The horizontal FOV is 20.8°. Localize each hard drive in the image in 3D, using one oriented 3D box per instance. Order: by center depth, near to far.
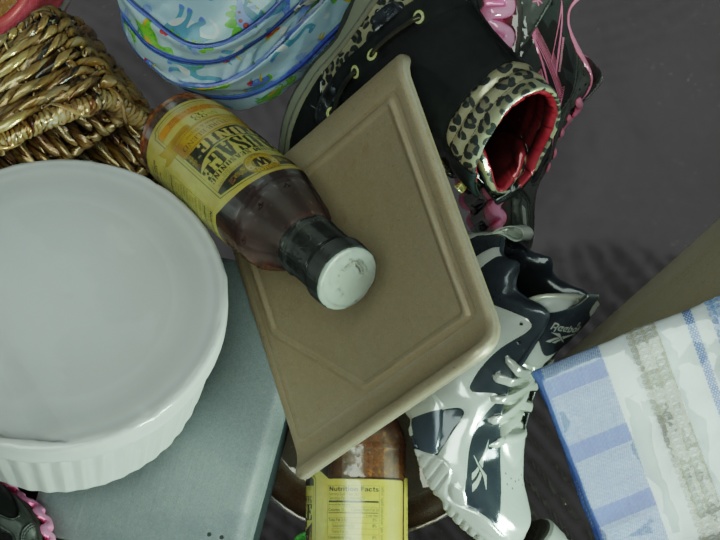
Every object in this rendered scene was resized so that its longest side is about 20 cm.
[{"bbox_3d":[-0.113,0.086,1.235,0.139,0.033,0.201,11,70,11],"label":"hard drive"}]

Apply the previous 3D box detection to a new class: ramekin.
[{"bbox_3d":[-0.180,0.040,1.174,0.202,0.094,0.203,2,58,-3],"label":"ramekin"}]

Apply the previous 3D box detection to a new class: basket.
[{"bbox_3d":[-0.218,-0.051,1.249,0.200,0.143,0.149,-37,85,3],"label":"basket"}]

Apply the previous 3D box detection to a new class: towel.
[{"bbox_3d":[0.212,0.088,1.094,0.199,0.024,0.147,-21,87,6],"label":"towel"}]

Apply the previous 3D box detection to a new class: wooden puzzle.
[{"bbox_3d":[0.000,0.000,1.168,0.185,0.037,0.201,-37,58,40],"label":"wooden puzzle"}]

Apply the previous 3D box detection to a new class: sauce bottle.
[{"bbox_3d":[-0.060,-0.042,1.169,0.066,0.066,0.200,-54,47,2],"label":"sauce bottle"},{"bbox_3d":[-0.002,0.136,1.229,0.066,0.066,0.201,0,79,5],"label":"sauce bottle"}]

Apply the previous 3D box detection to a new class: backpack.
[{"bbox_3d":[-0.065,-0.200,1.249,0.163,0.154,0.200,43,106,13],"label":"backpack"}]

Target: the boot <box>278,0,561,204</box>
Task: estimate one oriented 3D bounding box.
[{"bbox_3d":[0.031,-0.083,1.204,0.154,0.073,0.204,54,129,35],"label":"boot"}]

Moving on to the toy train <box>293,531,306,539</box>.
[{"bbox_3d":[-0.109,0.218,1.287,0.199,0.042,0.057,-13,99,5],"label":"toy train"}]

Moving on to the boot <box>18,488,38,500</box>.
[{"bbox_3d":[-0.230,0.194,1.255,0.174,0.069,0.200,24,63,19],"label":"boot"}]

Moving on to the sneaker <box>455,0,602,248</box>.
[{"bbox_3d":[0.112,-0.106,1.258,0.095,0.079,0.201,-1,94,-17],"label":"sneaker"}]

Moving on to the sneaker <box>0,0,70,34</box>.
[{"bbox_3d":[-0.199,-0.218,1.279,0.074,0.087,0.201,30,91,4],"label":"sneaker"}]

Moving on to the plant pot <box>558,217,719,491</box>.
[{"bbox_3d":[0.253,0.073,1.191,0.200,0.177,0.200,-42,85,3],"label":"plant pot"}]

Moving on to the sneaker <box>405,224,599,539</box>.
[{"bbox_3d":[0.096,0.063,1.204,0.129,0.079,0.200,-21,79,30],"label":"sneaker"}]

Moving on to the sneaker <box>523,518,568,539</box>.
[{"bbox_3d":[0.070,0.251,1.254,0.200,0.073,0.085,-39,104,12],"label":"sneaker"}]

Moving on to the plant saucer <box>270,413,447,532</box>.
[{"bbox_3d":[0.006,0.072,1.284,0.199,0.032,0.201,0,89,4],"label":"plant saucer"}]

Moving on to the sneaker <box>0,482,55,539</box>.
[{"bbox_3d":[-0.253,0.132,1.193,0.079,0.095,0.200,-45,48,13],"label":"sneaker"}]
